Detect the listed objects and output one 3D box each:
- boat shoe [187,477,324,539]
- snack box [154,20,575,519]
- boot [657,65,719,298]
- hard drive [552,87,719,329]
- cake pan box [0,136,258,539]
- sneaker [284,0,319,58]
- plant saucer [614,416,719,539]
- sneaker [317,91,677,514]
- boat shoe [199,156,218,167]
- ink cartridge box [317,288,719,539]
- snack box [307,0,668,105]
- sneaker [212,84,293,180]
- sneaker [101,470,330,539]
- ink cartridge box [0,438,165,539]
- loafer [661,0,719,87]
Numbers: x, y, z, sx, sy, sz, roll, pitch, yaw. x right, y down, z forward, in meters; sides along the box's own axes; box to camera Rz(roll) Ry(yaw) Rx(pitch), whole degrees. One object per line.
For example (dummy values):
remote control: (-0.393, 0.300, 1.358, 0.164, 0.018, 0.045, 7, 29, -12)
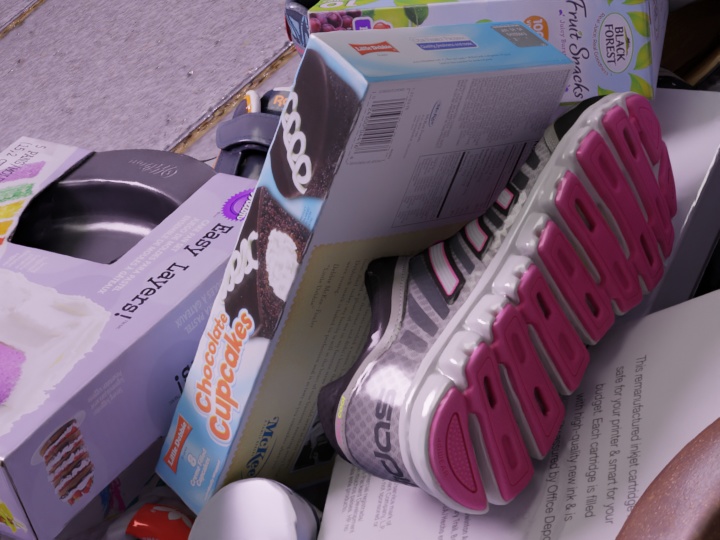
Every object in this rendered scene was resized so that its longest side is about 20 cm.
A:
boat shoe: (-0.047, 0.183, 0.727, 0.071, 0.070, 0.201, 1, 68, 34)
snack box: (0.000, 0.000, 0.747, 0.116, 0.201, 0.037, -11, 42, -45)
boot: (0.107, -0.005, 0.848, 0.203, 0.074, 0.154, -42, 31, -9)
hard drive: (0.063, -0.024, 0.833, 0.199, 0.026, 0.132, 10, 65, 43)
cake pan box: (-0.137, 0.019, 0.818, 0.184, 0.052, 0.200, 15, 43, 37)
sneaker: (0.040, -0.168, 1.152, 0.199, 0.096, 0.079, -22, 30, 24)
plant saucer: (0.155, 0.111, 0.537, 0.199, 0.037, 0.201, -8, 66, 18)
sneaker: (0.048, 0.005, 0.713, 0.087, 0.074, 0.200, -1, 43, 41)
boat shoe: (-0.090, -0.030, 1.013, 0.063, 0.071, 0.200, 4, 5, 35)
ink cartridge box: (0.085, 0.098, 0.692, 0.199, 0.084, 0.146, -21, 30, 25)
snack box: (0.066, -0.117, 0.872, 0.142, 0.053, 0.200, -4, 17, 12)
sneaker: (-0.043, -0.039, 0.937, 0.078, 0.080, 0.200, 16, 36, 10)
sneaker: (-0.063, 0.109, 0.794, 0.070, 0.094, 0.200, 22, 59, 11)
ink cartridge box: (-0.167, 0.075, 0.934, 0.200, 0.088, 0.145, -23, 18, -35)
loafer: (0.123, -0.094, 0.972, 0.200, 0.073, 0.072, -46, 34, -17)
